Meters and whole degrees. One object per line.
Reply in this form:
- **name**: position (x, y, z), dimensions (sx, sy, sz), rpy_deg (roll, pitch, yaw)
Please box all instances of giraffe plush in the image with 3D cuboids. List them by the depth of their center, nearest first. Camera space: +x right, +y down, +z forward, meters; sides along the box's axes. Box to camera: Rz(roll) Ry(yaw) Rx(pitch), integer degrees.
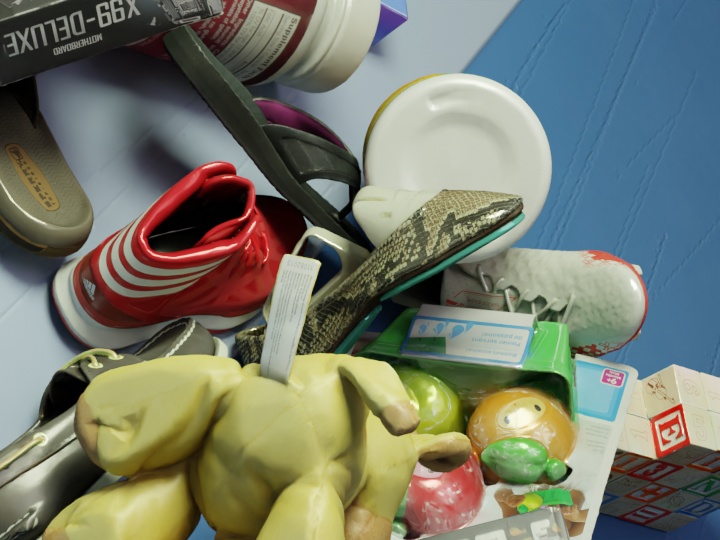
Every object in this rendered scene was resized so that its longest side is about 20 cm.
- **giraffe plush**: position (-0.035, 0.103, 0.902), dimensions (0.172, 0.201, 0.162), rpy_deg (29, -1, 24)

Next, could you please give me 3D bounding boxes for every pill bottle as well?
- **pill bottle**: position (-0.091, -0.180, 1.136), dimensions (0.199, 0.114, 0.115), rpy_deg (14, 55, -41)
- **pill bottle**: position (0.056, -0.069, 1.164), dimensions (0.111, 0.111, 0.200), rpy_deg (53, 3, -5)

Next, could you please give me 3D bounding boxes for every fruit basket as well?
- **fruit basket**: position (0.052, 0.104, 1.063), dimensions (0.200, 0.184, 0.094), rpy_deg (-59, 149, -52)

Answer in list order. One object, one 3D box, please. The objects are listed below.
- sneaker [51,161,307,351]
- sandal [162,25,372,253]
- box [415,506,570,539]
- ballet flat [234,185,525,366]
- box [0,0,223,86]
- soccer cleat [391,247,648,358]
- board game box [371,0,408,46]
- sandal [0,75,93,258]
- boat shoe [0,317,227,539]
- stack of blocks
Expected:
- **sneaker**: position (-0.071, -0.016, 1.047), dimensions (0.200, 0.115, 0.079), rpy_deg (-29, 87, -51)
- **sandal**: position (-0.040, -0.076, 1.099), dimensions (0.201, 0.048, 0.075), rpy_deg (50, 5, -34)
- **box**: position (0.028, 0.224, 0.940), dimensions (0.049, 0.199, 0.162), rpy_deg (63, 14, -66)
- **ballet flat**: position (0.000, 0.000, 1.050), dimensions (0.075, 0.200, 0.068), rpy_deg (51, 25, 2)
- **box**: position (-0.182, -0.197, 0.991), dimensions (0.157, 0.050, 0.200), rpy_deg (-21, 58, -14)
- **soccer cleat**: position (0.098, 0.017, 1.159), dimensions (0.085, 0.200, 0.069), rpy_deg (1, 95, -34)
- **board game box**: position (-0.058, -0.253, 1.274), dimensions (0.199, 0.045, 0.135), rpy_deg (22, 51, -36)
- **sandal**: position (-0.208, -0.098, 1.001), dimensions (0.200, 0.055, 0.082), rpy_deg (54, 38, 6)
- **boat shoe**: position (-0.138, 0.077, 0.949), dimensions (0.061, 0.072, 0.201), rpy_deg (53, 41, -12)
- **stack of blocks**: position (0.181, 0.113, 1.230), dimensions (0.199, 0.115, 0.059), rpy_deg (18, 53, -38)
